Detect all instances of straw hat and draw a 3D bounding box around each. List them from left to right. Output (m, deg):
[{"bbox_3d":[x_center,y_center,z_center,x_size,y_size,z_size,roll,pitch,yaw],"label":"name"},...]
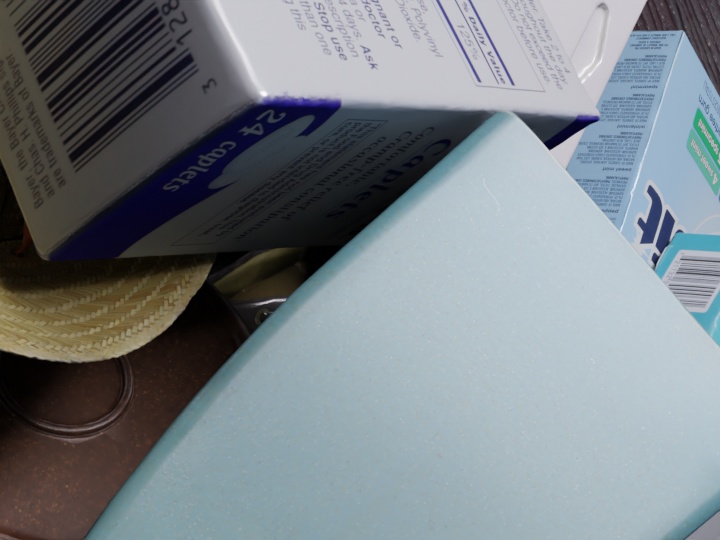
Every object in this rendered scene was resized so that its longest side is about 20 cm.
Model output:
[{"bbox_3d":[-0.144,-0.036,0.587,0.201,0.085,0.201,33,40,-33],"label":"straw hat"}]

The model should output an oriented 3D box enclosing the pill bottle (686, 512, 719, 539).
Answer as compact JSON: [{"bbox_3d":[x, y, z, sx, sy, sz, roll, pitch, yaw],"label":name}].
[{"bbox_3d":[0.171,0.174,0.620,0.200,0.111,0.111,58,33,2],"label":"pill bottle"}]

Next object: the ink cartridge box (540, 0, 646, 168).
[{"bbox_3d":[0.022,-0.120,0.822,0.084,0.200,0.146,36,73,-39],"label":"ink cartridge box"}]

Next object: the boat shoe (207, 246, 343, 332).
[{"bbox_3d":[0.000,0.000,0.798,0.073,0.065,0.200,23,41,33],"label":"boat shoe"}]

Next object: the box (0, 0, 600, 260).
[{"bbox_3d":[-0.041,-0.106,0.605,0.200,0.105,0.184,-4,65,-53],"label":"box"}]

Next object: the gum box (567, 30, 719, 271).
[{"bbox_3d":[0.152,0.007,0.914,0.170,0.044,0.200,48,55,-47],"label":"gum box"}]

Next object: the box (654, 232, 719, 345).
[{"bbox_3d":[0.184,0.085,0.887,0.082,0.049,0.200,-52,134,-40],"label":"box"}]

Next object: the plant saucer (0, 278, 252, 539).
[{"bbox_3d":[-0.114,0.046,0.653,0.200,0.035,0.200,14,49,-17],"label":"plant saucer"}]

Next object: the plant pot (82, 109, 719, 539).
[{"bbox_3d":[0.002,0.078,0.572,0.200,0.141,0.141,-37,83,-25],"label":"plant pot"}]
